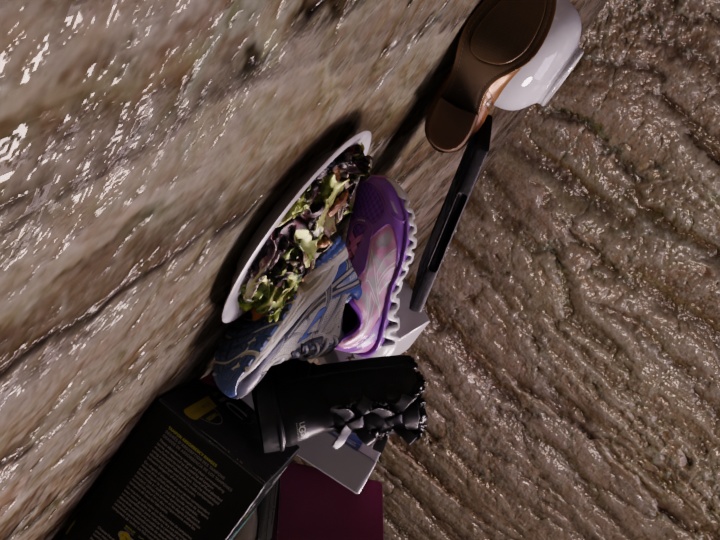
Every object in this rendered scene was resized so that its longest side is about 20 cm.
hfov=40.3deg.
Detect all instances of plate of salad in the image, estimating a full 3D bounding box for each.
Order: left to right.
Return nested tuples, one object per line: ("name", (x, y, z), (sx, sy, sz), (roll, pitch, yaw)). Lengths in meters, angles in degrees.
("plate of salad", (-0.045, -0.030, 0.823), (0.201, 0.048, 0.200), (-51, 174, -7))

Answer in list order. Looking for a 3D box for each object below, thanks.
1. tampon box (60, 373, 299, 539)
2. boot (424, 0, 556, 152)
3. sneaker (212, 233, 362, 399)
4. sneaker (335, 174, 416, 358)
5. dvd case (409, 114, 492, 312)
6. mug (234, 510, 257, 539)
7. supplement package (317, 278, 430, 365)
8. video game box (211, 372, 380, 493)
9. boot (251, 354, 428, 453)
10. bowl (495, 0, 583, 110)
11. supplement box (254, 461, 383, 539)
("tampon box", (-0.176, 0.223, 0.940), (0.201, 0.126, 0.150), (-53, 175, 7))
("boot", (0.133, -0.214, 1.034), (0.202, 0.076, 0.155), (-64, 179, 13))
("sneaker", (-0.055, 0.054, 0.910), (0.077, 0.086, 0.200), (-11, -149, 46))
("sneaker", (0.000, 0.000, 1.037), (0.088, 0.080, 0.203), (-1, 102, -41))
("dvd case", (0.102, -0.066, 1.097), (0.143, 0.017, 0.202), (-70, -179, -66))
("mug", (-0.214, 0.289, 1.122), (0.185, 0.151, 0.153), (-22, 177, -13))
("supplement package", (-0.004, 0.059, 1.207), (0.119, 0.122, 0.200), (-29, 171, -10))
("video game box", (-0.065, 0.165, 1.110), (0.047, 0.199, 0.182), (-58, 175, 1))
("boot", (-0.027, 0.107, 0.968), (0.199, 0.160, 0.074), (-116, -159, -62))
("bowl", (0.258, -0.303, 1.417), (0.202, 0.090, 0.201), (-52, 174, -7))
("supplement box", (-0.071, 0.319, 1.126), (0.201, 0.129, 0.104), (125, -25, -44))
